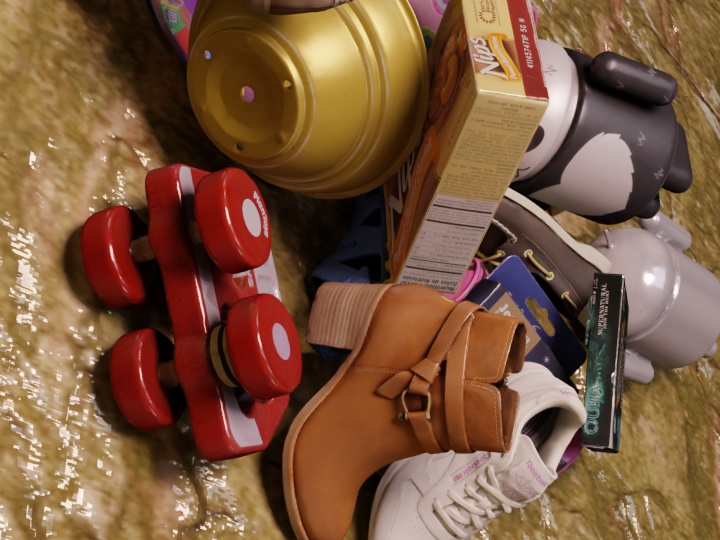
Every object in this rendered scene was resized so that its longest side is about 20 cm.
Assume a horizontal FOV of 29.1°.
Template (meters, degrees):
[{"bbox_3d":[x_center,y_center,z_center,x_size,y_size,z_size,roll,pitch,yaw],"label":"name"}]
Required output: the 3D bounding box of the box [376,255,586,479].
[{"bbox_3d":[0.090,0.095,1.087,0.200,0.032,0.121,-44,111,-14],"label":"box"}]

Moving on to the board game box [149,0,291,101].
[{"bbox_3d":[-0.083,-0.218,1.100,0.200,0.039,0.159,-26,94,-52],"label":"board game box"}]

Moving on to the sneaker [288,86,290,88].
[{"bbox_3d":[-0.008,-0.122,1.124,0.200,0.075,0.079,-37,119,-47],"label":"sneaker"}]

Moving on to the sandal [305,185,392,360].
[{"bbox_3d":[0.000,0.000,1.074,0.201,0.086,0.080,-92,175,-48],"label":"sandal"}]

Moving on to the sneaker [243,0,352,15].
[{"bbox_3d":[-0.036,-0.241,0.918,0.075,0.071,0.201,5,55,-4],"label":"sneaker"}]

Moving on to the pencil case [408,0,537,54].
[{"bbox_3d":[0.036,-0.199,1.064,0.199,0.088,0.087,28,35,19],"label":"pencil case"}]

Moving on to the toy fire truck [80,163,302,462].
[{"bbox_3d":[-0.090,0.024,0.940,0.168,0.111,0.202,6,68,-69],"label":"toy fire truck"}]

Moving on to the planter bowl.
[{"bbox_3d":[-0.058,-0.132,0.960,0.083,0.199,0.202,-35,101,-52],"label":"planter bowl"}]

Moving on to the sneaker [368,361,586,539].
[{"bbox_3d":[0.084,0.150,1.020,0.200,0.100,0.075,-47,113,-7],"label":"sneaker"}]

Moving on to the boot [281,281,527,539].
[{"bbox_3d":[0.033,0.111,0.965,0.077,0.154,0.202,13,87,-66],"label":"boot"}]

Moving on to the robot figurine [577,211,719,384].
[{"bbox_3d":[0.283,0.028,1.371,0.199,0.112,0.171,27,72,-41],"label":"robot figurine"}]

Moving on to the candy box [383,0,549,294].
[{"bbox_3d":[0.068,-0.091,0.976,0.055,0.201,0.116,7,50,-12],"label":"candy box"}]

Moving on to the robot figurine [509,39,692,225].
[{"bbox_3d":[0.178,-0.109,1.137,0.199,0.125,0.151,19,102,-26],"label":"robot figurine"}]

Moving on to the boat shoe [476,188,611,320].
[{"bbox_3d":[0.133,-0.021,1.159,0.201,0.072,0.061,31,86,-36],"label":"boat shoe"}]

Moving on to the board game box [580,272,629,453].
[{"bbox_3d":[0.205,0.083,1.161,0.200,0.028,0.137,37,58,-75],"label":"board game box"}]

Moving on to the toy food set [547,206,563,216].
[{"bbox_3d":[0.149,-0.160,1.284,0.200,0.048,0.199,-82,158,-64],"label":"toy food set"}]

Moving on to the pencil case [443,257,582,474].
[{"bbox_3d":[0.112,0.093,1.159,0.201,0.090,0.094,55,10,-17],"label":"pencil case"}]
